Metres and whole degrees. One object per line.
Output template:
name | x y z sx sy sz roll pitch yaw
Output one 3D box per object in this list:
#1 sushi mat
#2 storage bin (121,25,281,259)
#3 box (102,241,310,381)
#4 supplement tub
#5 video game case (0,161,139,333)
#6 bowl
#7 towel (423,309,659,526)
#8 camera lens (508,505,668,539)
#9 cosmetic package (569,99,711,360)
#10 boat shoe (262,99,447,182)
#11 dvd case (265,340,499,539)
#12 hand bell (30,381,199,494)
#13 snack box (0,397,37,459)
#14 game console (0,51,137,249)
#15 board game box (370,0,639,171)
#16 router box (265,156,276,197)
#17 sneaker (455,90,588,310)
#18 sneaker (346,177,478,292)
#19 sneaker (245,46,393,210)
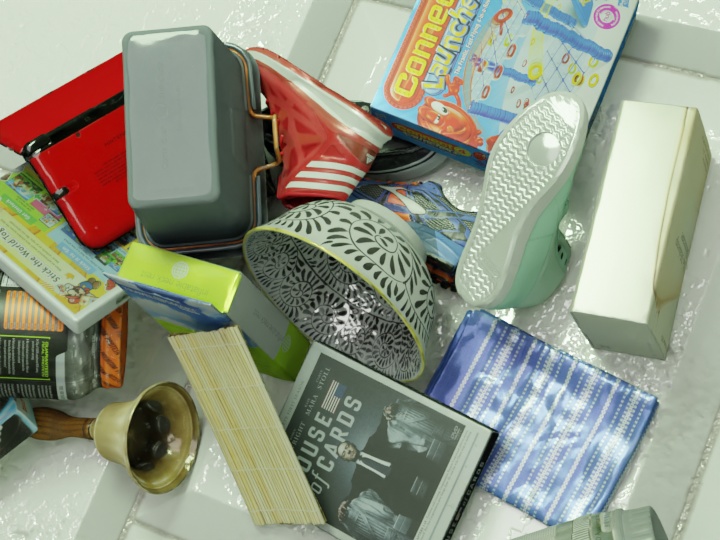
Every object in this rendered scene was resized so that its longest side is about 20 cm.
sushi mat | -0.101 0.141 1.439 0.095 0.012 0.202 -11 108 42
storage bin | -0.147 -0.121 1.441 0.144 0.134 0.203 -4 81 4
box | -0.137 0.037 1.476 0.121 0.200 0.048 14 72 25
supplement tub | -0.323 0.060 1.537 0.197 0.123 0.124 3 68 -4
video game case | -0.263 -0.045 1.540 0.199 0.023 0.181 36 55 27
bowl | 0.000 0.000 1.456 0.200 0.202 0.094 27 65 28
towel | 0.147 0.132 1.430 0.199 0.024 0.146 26 81 27
camera lens | 0.159 0.286 1.285 0.198 0.160 0.161 -20 63 12
cosmetic package | 0.247 -0.035 1.413 0.072 0.104 0.202 8 74 23
boat shoe | -0.010 -0.135 1.571 0.198 0.068 0.072 7 72 24
dvd case | 0.009 0.171 1.455 0.199 0.025 0.152 25 89 27
hand bell | -0.262 0.152 1.559 0.198 0.104 0.105 3 70 36
snack box | -0.414 0.174 1.599 0.199 0.037 0.116 -38 37 3
game console | -0.233 -0.126 1.572 0.199 0.119 0.173 -33 90 -21
board game box | 0.136 -0.195 1.517 0.194 0.056 0.202 21 78 9
router box | -0.197 -0.116 1.639 0.198 0.062 0.151 -22 62 12
sneaker | 0.159 -0.059 1.440 0.073 0.118 0.202 30 100 31
sneaker | 0.044 -0.052 1.525 0.199 0.076 0.079 30 70 21
sneaker | -0.069 -0.127 1.513 0.200 0.078 0.116 35 94 43
